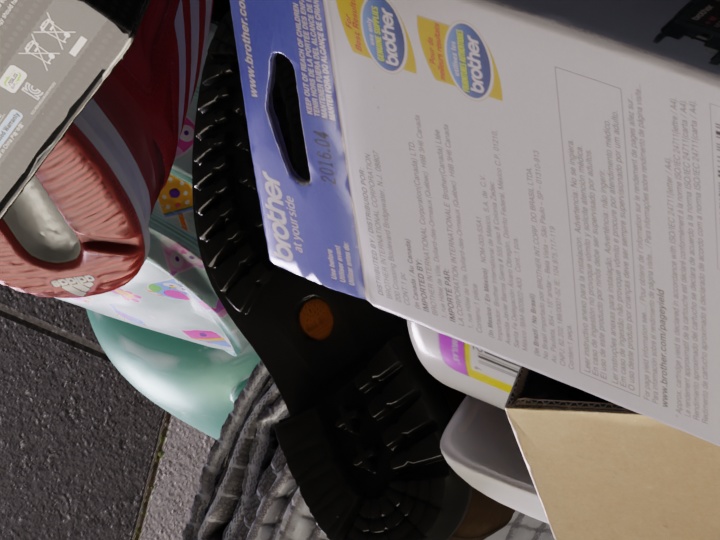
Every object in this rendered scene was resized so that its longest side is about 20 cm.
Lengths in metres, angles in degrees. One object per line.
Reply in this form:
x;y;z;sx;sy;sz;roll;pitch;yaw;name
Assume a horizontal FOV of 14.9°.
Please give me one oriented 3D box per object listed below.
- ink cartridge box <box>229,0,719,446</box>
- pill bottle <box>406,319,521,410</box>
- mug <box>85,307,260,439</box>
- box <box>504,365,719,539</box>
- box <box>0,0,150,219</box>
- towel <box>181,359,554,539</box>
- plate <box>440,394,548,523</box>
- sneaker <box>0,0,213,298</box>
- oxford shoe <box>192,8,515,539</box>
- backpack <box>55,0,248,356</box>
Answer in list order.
0.059;-0.022;0.662;0.199;0.042;0.120;20;139;28;ink cartridge box
0.120;0.017;0.792;0.199;0.105;0.104;22;177;26;pill bottle
-0.031;0.002;1.134;0.185;0.152;0.114;37;-179;36;mug
0.139;0.097;0.759;0.162;0.021;0.201;2;139;23;box
-0.158;-0.052;0.656;0.160;0.044;0.200;32;132;-12;box
0.041;0.054;1.037;0.165;0.201;0.086;13;-157;-35;towel
0.143;0.054;0.891;0.198;0.032;0.200;21;-146;11;plate
-0.098;-0.100;0.704;0.078;0.116;0.201;-4;130;21;sneaker
0.000;0.000;0.906;0.072;0.201;0.084;-27;162;33;oxford shoe
-0.099;-0.053;1.037;0.199;0.127;0.167;18;172;26;backpack
